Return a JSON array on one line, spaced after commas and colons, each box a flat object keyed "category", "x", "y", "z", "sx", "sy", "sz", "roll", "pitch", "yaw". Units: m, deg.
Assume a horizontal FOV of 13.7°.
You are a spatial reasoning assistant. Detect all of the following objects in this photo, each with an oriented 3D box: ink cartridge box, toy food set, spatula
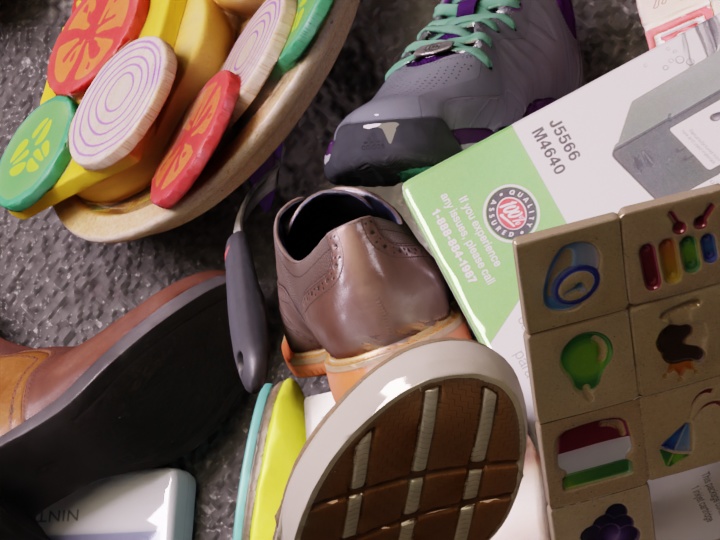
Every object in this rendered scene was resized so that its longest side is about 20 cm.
[{"category": "ink cartridge box", "x": 0.137, "y": -0.006, "z": 1.024, "sx": 0.199, "sy": 0.084, "sz": 0.146, "roll": -29, "pitch": 58, "yaw": 2}, {"category": "toy food set", "x": -0.069, "y": -0.098, "z": 1.236, "sx": 0.200, "sy": 0.049, "sz": 0.199, "roll": -23, "pitch": 43, "yaw": 43}, {"category": "spatula", "x": -0.043, "y": -0.018, "z": 1.200, "sx": 0.020, "sy": 0.057, "sz": 0.200, "roll": 6, "pitch": 38, "yaw": -5}]

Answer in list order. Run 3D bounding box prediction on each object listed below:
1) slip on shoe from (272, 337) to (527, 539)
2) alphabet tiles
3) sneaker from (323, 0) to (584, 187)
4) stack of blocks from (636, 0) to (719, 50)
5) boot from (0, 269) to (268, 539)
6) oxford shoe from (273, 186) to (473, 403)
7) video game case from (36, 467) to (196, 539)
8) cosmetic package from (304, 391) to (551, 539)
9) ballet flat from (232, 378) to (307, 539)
[{"category": "slip on shoe", "x": 0.006, "y": 0.083, "z": 1.020, "sx": 0.076, "sy": 0.200, "sz": 0.061, "roll": 1, "pitch": 48, "yaw": -11}, {"category": "alphabet tiles", "x": 0.152, "y": 0.035, "z": 0.952, "sx": 0.199, "sy": 0.168, "sz": 0.008, "roll": -15, "pitch": 33, "yaw": -8}, {"category": "sneaker", "x": 0.034, "y": -0.079, "z": 1.125, "sx": 0.074, "sy": 0.200, "sz": 0.088, "roll": -4, "pitch": 94, "yaw": 20}, {"category": "stack of blocks", "x": 0.206, "y": -0.118, "z": 1.136, "sx": 0.199, "sy": 0.059, "sz": 0.116, "roll": -21, "pitch": 65, "yaw": 20}, {"category": "boot", "x": -0.151, "y": 0.031, "z": 1.281, "sx": 0.188, "sy": 0.068, "sz": 0.200, "roll": -46, "pitch": 43, "yaw": 1}, {"category": "oxford shoe", "x": 0.000, "y": 0.000, "z": 1.139, "sx": 0.071, "sy": 0.200, "sz": 0.073, "roll": -22, "pitch": 98, "yaw": -8}, {"category": "video game case", "x": -0.158, "y": 0.184, "z": 1.250, "sx": 0.181, "sy": 0.023, "sz": 0.201, "roll": -5, "pitch": 72, "yaw": 26}, {"category": "cosmetic package", "x": 0.046, "y": 0.142, "z": 1.119, "sx": 0.103, "sy": 0.087, "sz": 0.201, "roll": -15, "pitch": 67, "yaw": 24}, {"category": "ballet flat", "x": -0.027, "y": 0.145, "z": 1.178, "sx": 0.067, "sy": 0.067, "sz": 0.201, "roll": 12, "pitch": 81, "yaw": 8}]
